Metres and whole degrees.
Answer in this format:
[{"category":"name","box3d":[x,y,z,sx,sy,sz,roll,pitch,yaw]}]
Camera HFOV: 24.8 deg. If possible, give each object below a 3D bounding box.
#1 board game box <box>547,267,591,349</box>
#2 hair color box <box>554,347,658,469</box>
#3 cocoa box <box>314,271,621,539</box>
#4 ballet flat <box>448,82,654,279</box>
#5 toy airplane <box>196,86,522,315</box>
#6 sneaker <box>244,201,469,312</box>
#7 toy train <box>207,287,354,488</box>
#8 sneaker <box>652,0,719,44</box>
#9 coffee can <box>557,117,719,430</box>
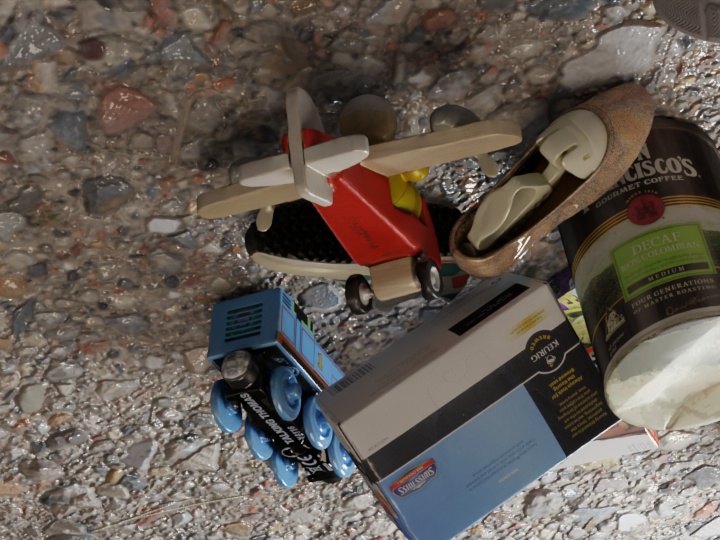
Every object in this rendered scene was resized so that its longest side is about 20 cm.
[{"category":"board game box","box3d":[0.242,0.051,1.487,0.199,0.032,0.120,27,125,-36]},{"category":"hair color box","box3d":[0.165,0.138,1.523,0.198,0.064,0.111,-16,144,19]},{"category":"cocoa box","box3d":[0.085,0.111,1.322,0.199,0.133,0.132,-34,100,-6]},{"category":"ballet flat","box3d":[0.144,-0.069,1.254,0.200,0.068,0.067,-48,151,13]},{"category":"toy airplane","box3d":[-0.006,-0.075,1.193,0.198,0.142,0.199,13,146,-13]},{"category":"sneaker","box3d":[0.000,0.000,1.337,0.198,0.071,0.094,-1,135,-17]},{"category":"toy train","box3d":[-0.061,0.107,1.418,0.086,0.115,0.200,-13,142,23]},{"category":"sneaker","box3d":[0.311,-0.194,1.148,0.199,0.078,0.112,5,-177,38]},{"category":"coffee can","box3d":[0.240,0.002,1.292,0.145,0.201,0.147,-7,141,-5]}]
